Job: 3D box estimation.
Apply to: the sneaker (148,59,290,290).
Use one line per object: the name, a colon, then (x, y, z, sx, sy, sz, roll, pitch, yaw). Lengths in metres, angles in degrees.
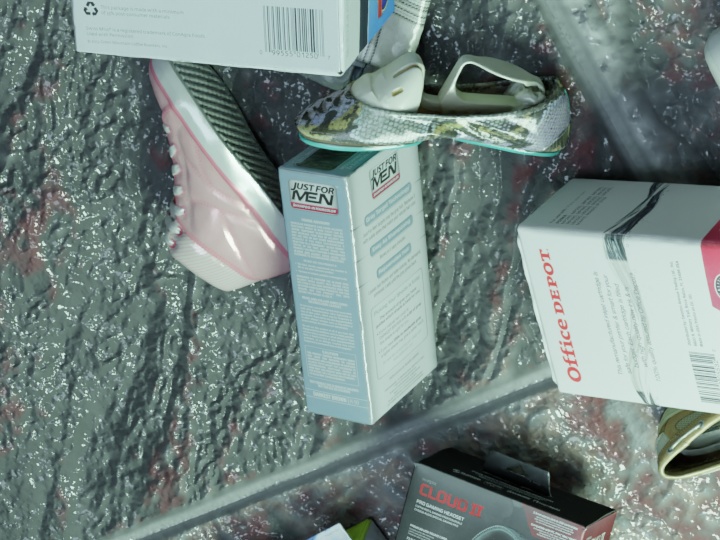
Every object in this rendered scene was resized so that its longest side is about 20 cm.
sneaker: (-0.123, -0.069, 1.804, 0.104, 0.075, 0.200, -27, 111, 21)

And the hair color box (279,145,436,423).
hair color box: (0.000, 0.000, 1.776, 0.060, 0.099, 0.201, 10, 120, 30)

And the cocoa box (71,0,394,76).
cocoa box: (-0.087, -0.224, 1.651, 0.199, 0.131, 0.134, 6, 116, 16)

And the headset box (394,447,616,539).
headset box: (0.101, 0.239, 1.854, 0.148, 0.077, 0.201, 20, 104, 22)

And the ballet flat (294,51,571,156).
ballet flat: (0.054, -0.123, 1.710, 0.199, 0.072, 0.072, 2, 119, -9)

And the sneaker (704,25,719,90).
sneaker: (0.276, -0.074, 1.685, 0.084, 0.073, 0.200, -24, 109, 23)

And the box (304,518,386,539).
box: (0.000, 0.294, 1.971, 0.122, 0.048, 0.200, -29, 105, 26)

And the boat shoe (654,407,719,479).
boat shoe: (0.306, 0.106, 1.768, 0.200, 0.076, 0.072, -32, 104, 27)

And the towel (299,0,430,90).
towel: (-0.035, -0.232, 1.718, 0.192, 0.035, 0.201, 21, 121, 5)

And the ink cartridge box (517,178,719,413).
ink cartridge box: (0.226, 0.018, 1.702, 0.199, 0.084, 0.145, 6, 124, 38)
